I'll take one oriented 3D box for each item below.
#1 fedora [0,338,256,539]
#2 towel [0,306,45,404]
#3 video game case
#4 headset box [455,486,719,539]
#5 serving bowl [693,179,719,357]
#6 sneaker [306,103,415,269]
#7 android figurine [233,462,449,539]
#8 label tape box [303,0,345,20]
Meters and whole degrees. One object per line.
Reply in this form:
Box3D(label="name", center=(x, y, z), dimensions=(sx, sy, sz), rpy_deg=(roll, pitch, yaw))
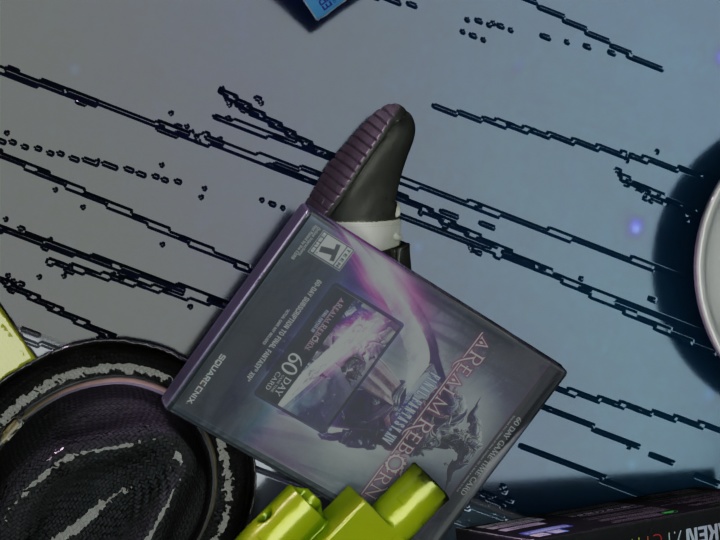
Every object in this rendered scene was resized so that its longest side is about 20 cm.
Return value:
Box3D(label="fedora", center=(-0.155, 0.138, 1.280), dimensions=(0.200, 0.092, 0.201), rpy_deg=(0, 93, -6))
Box3D(label="towel", center=(-0.294, 0.084, 1.313), dimensions=(0.200, 0.018, 0.086), rpy_deg=(-35, 98, -4))
Box3D(label="video game case", center=(0.005, 0.067, 1.285), dimensions=(0.200, 0.019, 0.143), rpy_deg=(32, 101, -24))
Box3D(label="headset box", center=(0.160, 0.239, 1.283), dimensions=(0.174, 0.093, 0.200), rpy_deg=(-6, 91, -25))
Box3D(label="serving bowl", center=(0.294, -0.001, 1.330), dimensions=(0.200, 0.066, 0.200), rpy_deg=(0, 91, -5))
Box3D(label="sneaker", center=(0.000, 0.000, 1.309), dimensions=(0.088, 0.074, 0.200), rpy_deg=(24, 99, -12))
Box3D(label="android figurine", center=(-0.008, 0.213, 1.298), dimensions=(0.200, 0.041, 0.182), rpy_deg=(-46, 113, -3))
Box3D(label="label tape box", center=(0.007, -0.263, 1.268), dimensions=(0.200, 0.143, 0.066), rpy_deg=(-42, 48, -2))
